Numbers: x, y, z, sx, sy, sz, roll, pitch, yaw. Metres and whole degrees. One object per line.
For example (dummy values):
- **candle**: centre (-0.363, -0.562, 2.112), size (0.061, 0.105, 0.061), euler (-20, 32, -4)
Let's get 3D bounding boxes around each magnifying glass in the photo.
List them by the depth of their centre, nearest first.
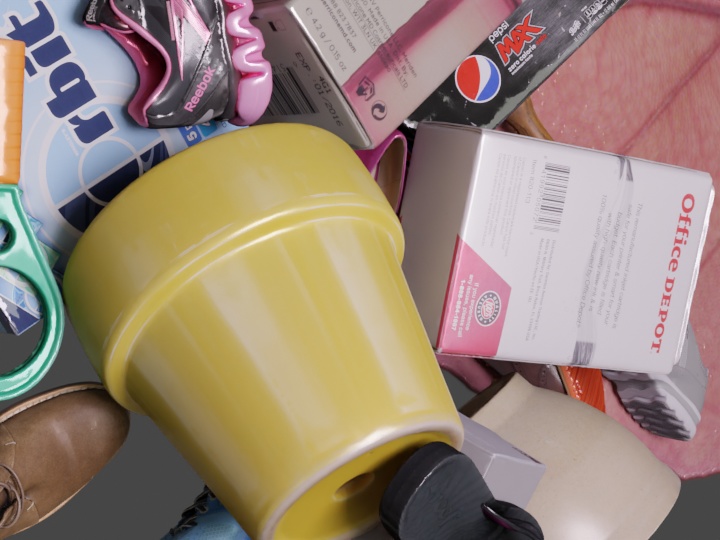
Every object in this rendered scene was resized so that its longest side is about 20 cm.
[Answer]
- **magnifying glass**: centre (-0.202, -0.027, 0.722), size (0.079, 0.022, 0.200), euler (1, 91, -34)

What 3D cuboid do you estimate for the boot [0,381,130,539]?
- **boot**: centre (-0.208, 0.131, 0.751), size (0.200, 0.075, 0.074), euler (-31, 109, -32)

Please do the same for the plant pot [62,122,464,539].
- **plant pot**: centre (-0.044, 0.051, 0.745), size (0.201, 0.201, 0.189), euler (-11, 57, -35)

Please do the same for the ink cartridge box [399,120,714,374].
- **ink cartridge box**: centre (0.128, -0.013, 0.883), size (0.200, 0.083, 0.147), euler (7, 97, -30)

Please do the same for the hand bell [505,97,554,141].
- **hand bell**: centre (0.139, -0.095, 0.999), size (0.104, 0.104, 0.200), euler (-41, 102, -27)

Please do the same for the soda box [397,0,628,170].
- **soda box**: centre (0.098, -0.153, 0.932), size (0.200, 0.063, 0.071), euler (-44, 96, -15)

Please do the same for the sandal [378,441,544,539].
- **sandal**: centre (0.069, 0.162, 0.740), size (0.075, 0.048, 0.200), euler (-53, 144, -7)

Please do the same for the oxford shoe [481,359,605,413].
- **oxford shoe**: centre (0.135, 0.064, 1.003), size (0.200, 0.072, 0.071), euler (64, 29, -21)

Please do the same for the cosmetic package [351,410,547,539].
- **cosmetic package**: centre (0.020, 0.182, 0.825), size (0.090, 0.107, 0.200), euler (18, 97, -56)

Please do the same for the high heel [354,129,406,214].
- **high heel**: centre (0.000, 0.000, 0.879), size (0.067, 0.096, 0.200), euler (1, 92, -36)

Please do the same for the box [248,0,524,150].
- **box**: centre (0.009, -0.180, 0.856), size (0.200, 0.128, 0.109), euler (-46, 117, -24)

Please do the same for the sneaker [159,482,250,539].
- **sneaker**: centre (-0.088, 0.148, 0.850), size (0.200, 0.078, 0.090), euler (-32, 101, -40)

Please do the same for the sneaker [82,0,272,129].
- **sneaker**: centre (-0.118, -0.174, 0.751), size (0.095, 0.079, 0.200), euler (-18, 100, -24)

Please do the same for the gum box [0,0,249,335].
- **gum box**: centre (-0.176, -0.087, 0.778), size (0.200, 0.045, 0.170), euler (-39, 113, -28)

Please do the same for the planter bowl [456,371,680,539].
- **planter bowl**: centre (0.106, 0.159, 0.926), size (0.200, 0.200, 0.135), euler (-39, 87, -28)

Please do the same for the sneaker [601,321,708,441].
- **sneaker**: centre (0.233, 0.054, 1.076), size (0.082, 0.075, 0.200), euler (-58, 134, -26)
